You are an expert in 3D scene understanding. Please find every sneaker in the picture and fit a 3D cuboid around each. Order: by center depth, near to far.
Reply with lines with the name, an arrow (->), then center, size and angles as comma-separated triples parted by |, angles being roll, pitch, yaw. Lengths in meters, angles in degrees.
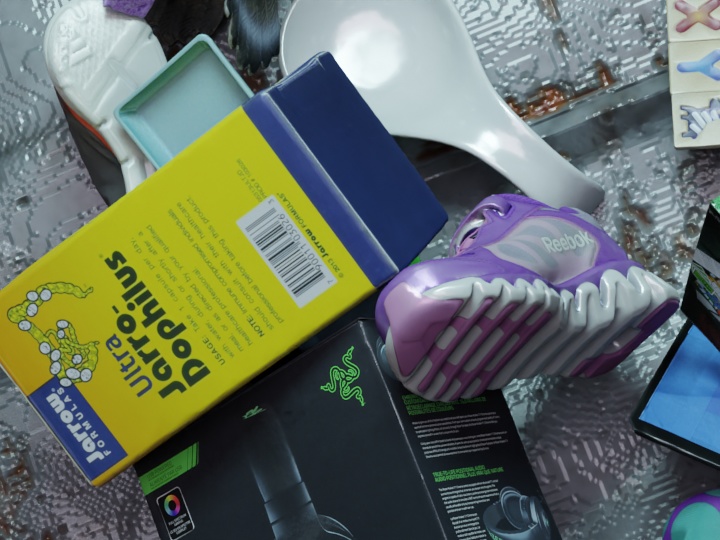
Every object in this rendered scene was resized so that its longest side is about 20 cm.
sneaker -> 0.068, 0.005, 1.115 | 0.080, 0.200, 0.089 | -45, 65, 30
sneaker -> -0.111, -0.055, 1.257 | 0.077, 0.082, 0.201 | -24, 96, -15

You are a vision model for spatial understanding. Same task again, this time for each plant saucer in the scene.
plant saucer -> -0.041, -0.026, 1.197 | 0.070, 0.019, 0.200 | -37, 91, 23

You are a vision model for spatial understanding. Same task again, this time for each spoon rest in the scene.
spoon rest -> 0.042, -0.093, 1.237 | 0.200, 0.061, 0.099 | 38, 86, 14

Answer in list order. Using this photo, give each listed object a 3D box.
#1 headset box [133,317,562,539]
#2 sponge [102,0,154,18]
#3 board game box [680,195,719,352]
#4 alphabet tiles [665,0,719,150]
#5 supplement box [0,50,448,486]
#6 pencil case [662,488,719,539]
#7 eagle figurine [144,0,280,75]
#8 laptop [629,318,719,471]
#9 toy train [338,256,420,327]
headset box -> -0.001, 0.134, 1.141 | 0.174, 0.093, 0.201 | -32, 72, 35
sponge -> -0.090, -0.234, 1.175 | 0.030, 0.200, 0.112 | 11, 49, -25
board game box -> 0.226, 0.059, 1.070 | 0.023, 0.105, 0.200 | -32, 66, -20
alphabet tiles -> 0.261, -0.112, 1.206 | 0.199, 0.006, 0.167 | -3, 60, 9
supplement box -> -0.074, -0.002, 1.145 | 0.200, 0.109, 0.110 | -36, 94, 21
pencil case -> 0.164, 0.202, 1.096 | 0.092, 0.085, 0.200 | -27, 28, 40
eagle figurine -> -0.052, -0.215, 1.232 | 0.151, 0.152, 0.200 | 39, 86, 17
laptop -> 0.255, 0.021, 1.152 | 0.177, 0.103, 0.201 | 23, 92, 13
toy train -> 0.000, 0.000, 1.236 | 0.056, 0.042, 0.200 | -41, 74, 10
